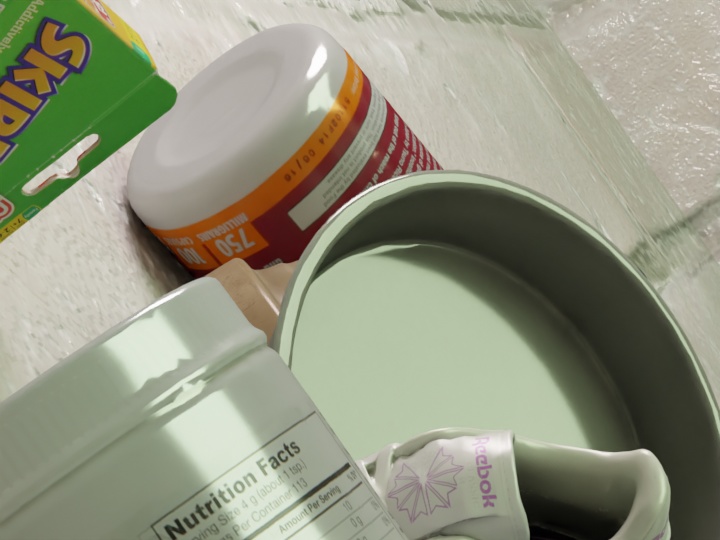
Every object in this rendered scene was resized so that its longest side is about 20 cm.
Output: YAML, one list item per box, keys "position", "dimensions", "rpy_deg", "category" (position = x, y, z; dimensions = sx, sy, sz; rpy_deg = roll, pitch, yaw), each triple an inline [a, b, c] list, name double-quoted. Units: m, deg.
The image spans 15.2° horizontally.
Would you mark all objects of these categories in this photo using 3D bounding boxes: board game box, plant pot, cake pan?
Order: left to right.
- position: [-0.148, -0.081, 0.853]
  dimensions: [0.200, 0.095, 0.030]
  rpy_deg: [42, 16, -45]
  category: "board game box"
- position: [0.025, 0.064, 1.029]
  dimensions: [0.201, 0.092, 0.201]
  rpy_deg: [55, -4, 5]
  category: "plant pot"
- position: [0.044, 0.064, 0.926]
  dimensions: [0.199, 0.037, 0.202]
  rpy_deg: [17, 59, -31]
  category: "cake pan"

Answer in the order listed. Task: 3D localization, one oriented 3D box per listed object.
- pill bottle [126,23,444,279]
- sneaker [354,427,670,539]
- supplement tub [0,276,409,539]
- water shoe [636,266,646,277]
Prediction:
- position: [0.000, 0.000, 1.166]
  dimensions: [0.200, 0.113, 0.113]
  rpy_deg: [49, 13, -25]
  category: "pill bottle"
- position: [-0.003, 0.075, 0.792]
  dimensions: [0.100, 0.199, 0.075]
  rpy_deg: [110, -26, -52]
  category: "sneaker"
- position: [-0.031, 0.118, 0.672]
  dimensions: [0.200, 0.132, 0.132]
  rpy_deg: [54, 12, 3]
  category: "supplement tub"
- position: [0.098, 0.012, 1.294]
  dimensions: [0.072, 0.079, 0.200]
  rpy_deg: [47, -13, 28]
  category: "water shoe"
